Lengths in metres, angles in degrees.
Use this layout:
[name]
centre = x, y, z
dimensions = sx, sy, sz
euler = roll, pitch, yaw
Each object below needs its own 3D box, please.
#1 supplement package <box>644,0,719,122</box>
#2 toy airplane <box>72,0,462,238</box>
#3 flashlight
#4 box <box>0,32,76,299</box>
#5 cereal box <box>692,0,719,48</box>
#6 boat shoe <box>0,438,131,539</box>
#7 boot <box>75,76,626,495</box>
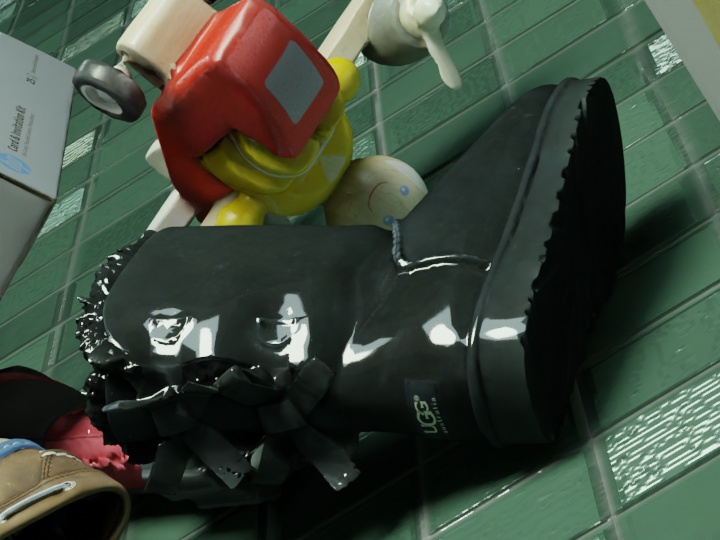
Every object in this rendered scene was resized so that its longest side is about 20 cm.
[supplement package]
centre = 0.195, -0.183, 1.116
dimensions = 0.151, 0.151, 0.200
euler = -19, 21, 43
[toy airplane]
centre = -0.036, -0.042, 1.242
dimensions = 0.199, 0.141, 0.201
euler = -42, -22, -61
[flashlight]
centre = -0.100, 0.065, 1.133
dimensions = 0.068, 0.068, 0.200
euler = -42, 17, -29
[box]
centre = -0.177, 0.019, 1.180
dimensions = 0.201, 0.041, 0.156
euler = -61, 12, 19
[cereal box]
centre = 0.187, -0.093, 0.890
dimensions = 0.039, 0.144, 0.200
euler = -12, 28, 50
[boat shoe]
centre = -0.151, 0.133, 1.029
dimensions = 0.072, 0.072, 0.200
euler = 1, 44, 39
[boot]
centre = 0.000, 0.000, 1.031
dimensions = 0.162, 0.074, 0.199
euler = -3, 33, 20
